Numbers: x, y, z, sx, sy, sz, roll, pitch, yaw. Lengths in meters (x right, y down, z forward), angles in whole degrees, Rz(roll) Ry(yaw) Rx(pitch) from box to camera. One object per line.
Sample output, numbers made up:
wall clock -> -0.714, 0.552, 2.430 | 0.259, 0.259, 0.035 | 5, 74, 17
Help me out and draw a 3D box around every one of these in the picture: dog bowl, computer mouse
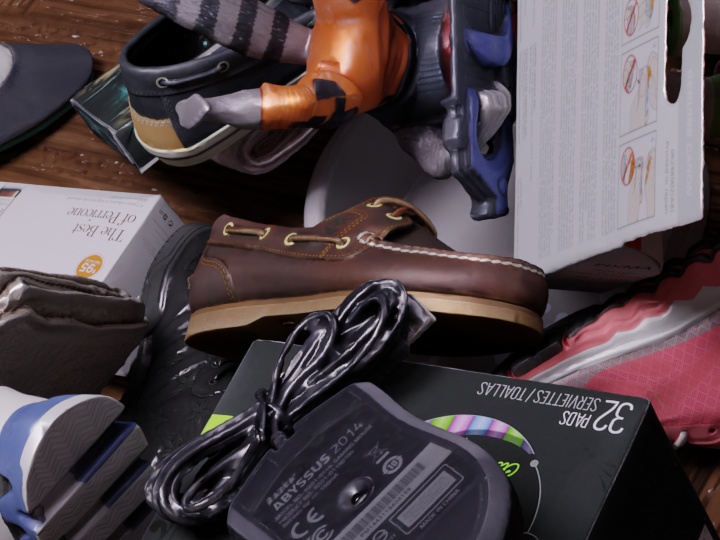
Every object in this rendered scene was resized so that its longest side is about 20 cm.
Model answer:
dog bowl -> 0.063, -0.034, 1.290 | 0.199, 0.059, 0.201 | -17, 44, 18
computer mouse -> 0.007, 0.090, 1.040 | 0.138, 0.053, 0.200 | -41, 31, -5

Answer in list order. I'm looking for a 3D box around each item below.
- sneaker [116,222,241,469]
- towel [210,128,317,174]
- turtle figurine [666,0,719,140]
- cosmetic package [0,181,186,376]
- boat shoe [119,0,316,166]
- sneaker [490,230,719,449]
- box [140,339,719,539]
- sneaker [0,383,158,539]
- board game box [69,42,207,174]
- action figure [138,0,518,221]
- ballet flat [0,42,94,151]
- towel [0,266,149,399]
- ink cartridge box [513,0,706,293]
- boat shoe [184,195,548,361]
sneaker -> -0.065, 0.066, 1.282 | 0.104, 0.060, 0.201 | 0, 56, 30
towel -> -0.009, -0.119, 1.377 | 0.191, 0.032, 0.200 | -39, 13, -7
turtle figurine -> 0.215, -0.125, 1.211 | 0.192, 0.202, 0.144 | -4, -2, -10
cosmetic package -> -0.178, -0.001, 1.398 | 0.199, 0.051, 0.083 | 5, 55, 43
boat shoe -> -0.030, -0.130, 1.267 | 0.200, 0.062, 0.075 | -38, 41, -10
sneaker -> 0.128, 0.050, 1.164 | 0.199, 0.087, 0.074 | -30, 2, 17
box -> 0.026, 0.131, 1.115 | 0.199, 0.125, 0.149 | 7, 55, 34
sneaker -> -0.131, 0.116, 1.170 | 0.115, 0.200, 0.080 | 22, 52, 40
board game box -> -0.082, -0.111, 1.407 | 0.135, 0.028, 0.200 | -38, 14, -5
action figure -> 0.007, -0.124, 1.214 | 0.104, 0.193, 0.202 | -10, 70, 47
ballet flat -> -0.246, -0.085, 1.520 | 0.199, 0.073, 0.073 | -28, 42, 4
towel -> -0.184, 0.084, 1.244 | 0.034, 0.132, 0.200 | 43, 104, 22
ink cartridge box -> 0.116, -0.082, 1.108 | 0.200, 0.047, 0.161 | 158, 115, -71
boat shoe -> 0.000, 0.000, 1.190 | 0.199, 0.070, 0.071 | -1, 69, 40
